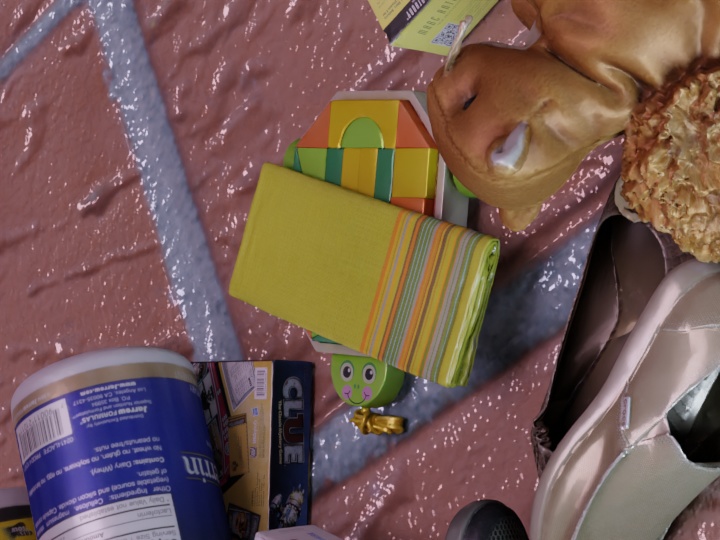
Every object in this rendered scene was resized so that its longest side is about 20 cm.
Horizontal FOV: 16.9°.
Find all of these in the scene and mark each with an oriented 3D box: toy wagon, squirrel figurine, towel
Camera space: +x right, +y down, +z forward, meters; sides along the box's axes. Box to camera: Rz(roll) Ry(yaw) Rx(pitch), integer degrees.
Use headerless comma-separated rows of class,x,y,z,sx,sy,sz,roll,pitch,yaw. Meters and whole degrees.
toy wagon,0.009,-0.004,1.414,0.155,0.039,0.201,4,88,46
squirrel figurine,0.136,-0.091,1.194,0.200,0.142,0.187,41,78,12
towel,0.000,0.000,1.387,0.200,0.018,0.086,21,96,46

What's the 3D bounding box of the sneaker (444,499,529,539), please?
sneaker,0.100,0.218,1.273,0.114,0.076,0.200,-11,81,43

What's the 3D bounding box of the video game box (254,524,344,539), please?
video game box,-0.001,0.255,1.332,0.182,0.047,0.201,-162,69,-65

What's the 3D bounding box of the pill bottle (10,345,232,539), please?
pill bottle,-0.135,0.156,1.441,0.116,0.115,0.201,-31,64,39

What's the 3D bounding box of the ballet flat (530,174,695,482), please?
ballet flat,0.132,0.027,1.279,0.067,0.046,0.201,31,107,43

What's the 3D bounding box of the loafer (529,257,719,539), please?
loafer,0.151,0.091,1.232,0.068,0.075,0.201,40,113,47

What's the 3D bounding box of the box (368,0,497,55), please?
box,0.017,-0.226,1.425,0.075,0.050,0.200,-47,55,32

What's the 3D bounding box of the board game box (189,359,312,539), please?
board game box,-0.089,0.156,1.502,0.135,0.035,0.201,-3,84,46

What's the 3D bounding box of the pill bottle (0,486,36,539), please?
pill bottle,-0.219,0.251,1.570,0.112,0.112,0.201,-39,60,36
